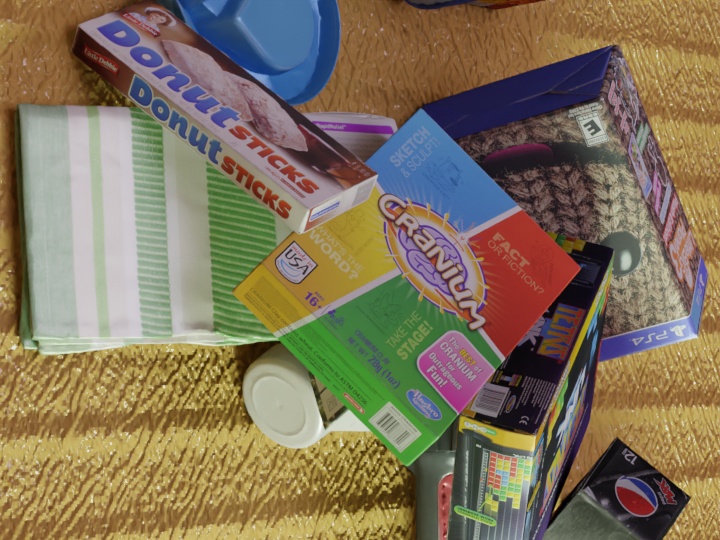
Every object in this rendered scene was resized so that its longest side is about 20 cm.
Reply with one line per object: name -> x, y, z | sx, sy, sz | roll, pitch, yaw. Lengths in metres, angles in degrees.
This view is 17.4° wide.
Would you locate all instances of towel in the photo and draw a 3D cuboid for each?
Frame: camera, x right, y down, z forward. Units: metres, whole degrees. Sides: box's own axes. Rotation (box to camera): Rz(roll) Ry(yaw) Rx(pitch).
towel -> -0.121, -0.026, 1.473 | 0.199, 0.023, 0.153 | 0, 86, -29

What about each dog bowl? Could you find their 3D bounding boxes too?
dog bowl -> -0.091, -0.194, 1.548 | 0.200, 0.049, 0.112 | 51, 51, -34

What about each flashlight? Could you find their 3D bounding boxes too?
flashlight -> 0.071, 0.191, 1.683 | 0.068, 0.068, 0.201 | 2, 87, -35

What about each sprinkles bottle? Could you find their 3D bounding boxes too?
sprinkles bottle -> 0.002, 0.048, 1.619 | 0.200, 0.068, 0.068 | -37, 114, -46

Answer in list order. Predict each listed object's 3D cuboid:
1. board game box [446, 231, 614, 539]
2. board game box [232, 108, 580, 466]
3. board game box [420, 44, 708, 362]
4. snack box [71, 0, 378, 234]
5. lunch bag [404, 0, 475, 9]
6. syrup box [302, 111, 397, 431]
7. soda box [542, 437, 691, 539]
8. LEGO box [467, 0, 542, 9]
board game box -> 0.116, 0.100, 1.601 | 0.200, 0.057, 0.166 | -61, 160, -46
board game box -> 0.033, 0.006, 1.480 | 0.153, 0.040, 0.200 | 44, 46, -1
board game box -> 0.143, -0.038, 1.706 | 0.200, 0.159, 0.097 | 65, 23, -22
snack box -> -0.085, -0.098, 1.458 | 0.072, 0.200, 0.024 | -29, 151, -46
lunch bag -> 0.084, -0.267, 1.644 | 0.083, 0.200, 0.161 | -54, 126, -36
syrup box -> 0.000, 0.000, 1.545 | 0.081, 0.079, 0.201 | 2, 59, -34
soda box -> 0.155, 0.210, 1.685 | 0.071, 0.200, 0.063 | 39, 48, 7
LEGO box -> 0.135, -0.305, 1.748 | 0.077, 0.149, 0.201 | 4, 83, -49
